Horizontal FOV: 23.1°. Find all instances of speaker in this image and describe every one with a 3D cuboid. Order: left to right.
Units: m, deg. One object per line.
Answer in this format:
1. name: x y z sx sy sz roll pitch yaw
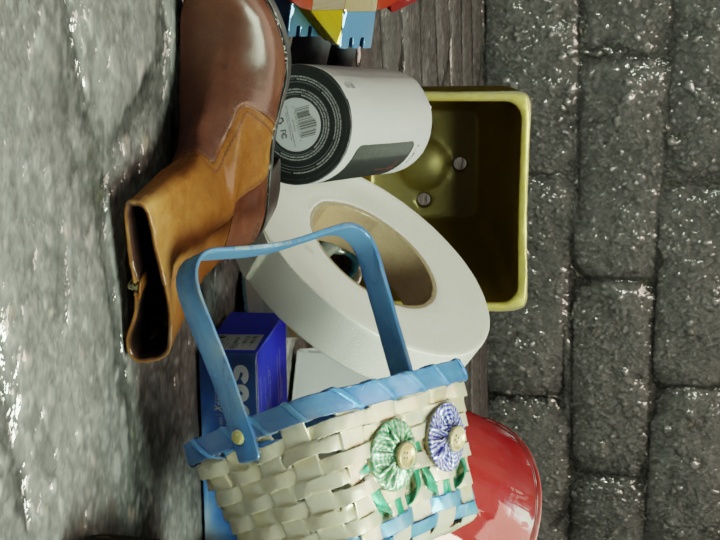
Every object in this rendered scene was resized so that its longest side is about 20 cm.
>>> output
1. speaker: -0.012 -0.104 1.237 0.200 0.080 0.082 -16 108 -72

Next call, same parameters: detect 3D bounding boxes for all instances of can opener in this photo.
1. can opener: -0.039 -0.159 1.324 0.067 0.052 0.200 56 -22 14

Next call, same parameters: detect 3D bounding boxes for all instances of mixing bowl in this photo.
1. mixing bowl: 0.009 0.157 1.175 0.108 0.199 0.201 43 40 -35

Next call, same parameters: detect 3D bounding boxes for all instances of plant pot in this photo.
1. plant pot: 0.057 -0.084 1.641 0.200 0.192 0.198 -79 169 -75

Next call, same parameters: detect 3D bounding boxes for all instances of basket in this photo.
1. basket: -0.019 0.075 1.034 0.176 0.139 0.202 -15 80 -52

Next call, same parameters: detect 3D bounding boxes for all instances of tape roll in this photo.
1. tape roll: 0.000 0.000 1.241 0.037 0.202 0.203 -53 -171 28

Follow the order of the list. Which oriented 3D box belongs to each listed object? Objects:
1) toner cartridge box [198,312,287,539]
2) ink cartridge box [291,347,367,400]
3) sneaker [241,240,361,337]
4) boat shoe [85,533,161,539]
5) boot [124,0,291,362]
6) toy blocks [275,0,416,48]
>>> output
1. toner cartridge box: -0.079 0.138 1.234 0.095 0.043 0.202 -54 145 -72
2. ink cartridge box: -0.009 0.172 1.562 0.200 0.085 0.148 75 19 -66
3. sneaker: -0.037 -0.019 1.359 0.201 0.080 0.077 -80 167 -48
4. boat shoe: -0.106 0.189 0.976 0.200 0.075 0.075 56 40 -74
5. boot: -0.105 -0.072 1.042 0.200 0.068 0.190 -56 154 -61
6. toy blocks: -0.019 -0.209 1.158 0.100 0.198 0.138 37 -55 51
